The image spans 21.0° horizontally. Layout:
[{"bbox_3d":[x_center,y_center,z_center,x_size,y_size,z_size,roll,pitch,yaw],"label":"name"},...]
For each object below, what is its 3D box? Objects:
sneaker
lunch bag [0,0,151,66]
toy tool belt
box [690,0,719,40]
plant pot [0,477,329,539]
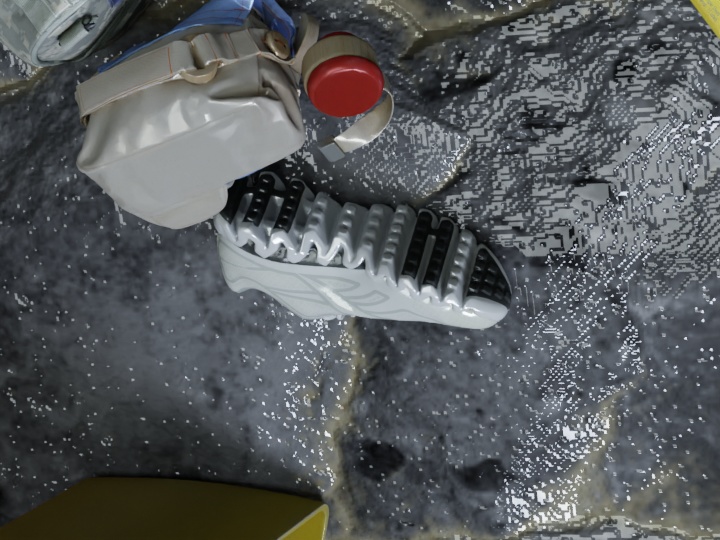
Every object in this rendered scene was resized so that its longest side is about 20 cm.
[{"bbox_3d":[0.000,0.000,1.257,0.200,0.075,0.081,17,132,9],"label":"sneaker"},{"bbox_3d":[-0.214,-0.221,1.191,0.200,0.168,0.139,43,115,0],"label":"lunch bag"},{"bbox_3d":[-0.083,-0.123,1.209,0.200,0.123,0.125,-24,139,18],"label":"toy tool belt"},{"bbox_3d":[0.261,-0.219,1.069,0.193,0.122,0.200,-37,94,23],"label":"box"},{"bbox_3d":[-0.157,0.247,1.321,0.176,0.200,0.200,19,113,23],"label":"plant pot"}]
